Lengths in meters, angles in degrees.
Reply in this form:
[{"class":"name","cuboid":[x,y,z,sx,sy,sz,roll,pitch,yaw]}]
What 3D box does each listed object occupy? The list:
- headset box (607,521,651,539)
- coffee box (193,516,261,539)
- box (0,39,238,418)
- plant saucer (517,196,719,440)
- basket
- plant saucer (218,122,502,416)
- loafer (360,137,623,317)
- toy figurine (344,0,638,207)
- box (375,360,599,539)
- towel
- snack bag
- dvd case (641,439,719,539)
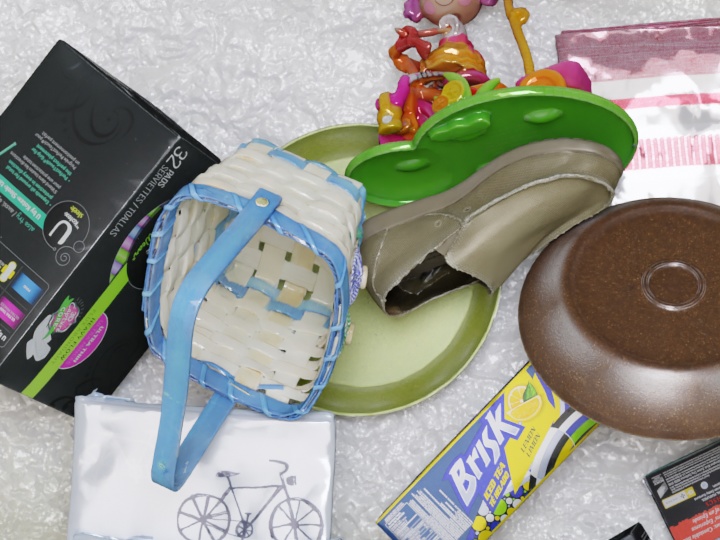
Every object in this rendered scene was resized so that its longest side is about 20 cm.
[{"class":"headset box","cuboid":[0.159,0.298,1.620,0.173,0.093,0.201,-30,84,9]},{"class":"coffee box","cuboid":[-0.084,0.279,1.659,0.112,0.080,0.201,-20,84,4]},{"class":"box","cuboid":[-0.191,-0.023,1.641,0.124,0.148,0.200,38,92,25]},{"class":"plant saucer","cuboid":[0.201,0.019,1.587,0.199,0.037,0.201,-1,49,1]},{"class":"basket","cuboid":[-0.077,0.022,1.566,0.138,0.177,0.200,26,46,13]},{"class":"plant saucer","cuboid":[0.000,0.000,1.690,0.198,0.031,0.202,0,86,7]},{"class":"loafer","cuboid":[0.086,-0.023,1.612,0.199,0.076,0.068,-25,57,25]},{"class":"toy figurine","cuboid":[0.081,-0.153,1.646,0.199,0.150,0.185,-13,62,20]},{"class":"box","cuboid":[0.102,0.117,1.647,0.064,0.070,0.200,45,95,4]},{"class":"towel","cuboid":[0.211,-0.070,1.675,0.143,0.023,0.202,-5,87,7]},{"class":"snack bag","cuboid":[-0.105,0.183,1.617,0.187,0.021,0.202,4,84,7]},{"class":"dvd case","cuboid":[0.294,0.197,1.629,0.145,0.022,0.201,-29,83,24]}]
